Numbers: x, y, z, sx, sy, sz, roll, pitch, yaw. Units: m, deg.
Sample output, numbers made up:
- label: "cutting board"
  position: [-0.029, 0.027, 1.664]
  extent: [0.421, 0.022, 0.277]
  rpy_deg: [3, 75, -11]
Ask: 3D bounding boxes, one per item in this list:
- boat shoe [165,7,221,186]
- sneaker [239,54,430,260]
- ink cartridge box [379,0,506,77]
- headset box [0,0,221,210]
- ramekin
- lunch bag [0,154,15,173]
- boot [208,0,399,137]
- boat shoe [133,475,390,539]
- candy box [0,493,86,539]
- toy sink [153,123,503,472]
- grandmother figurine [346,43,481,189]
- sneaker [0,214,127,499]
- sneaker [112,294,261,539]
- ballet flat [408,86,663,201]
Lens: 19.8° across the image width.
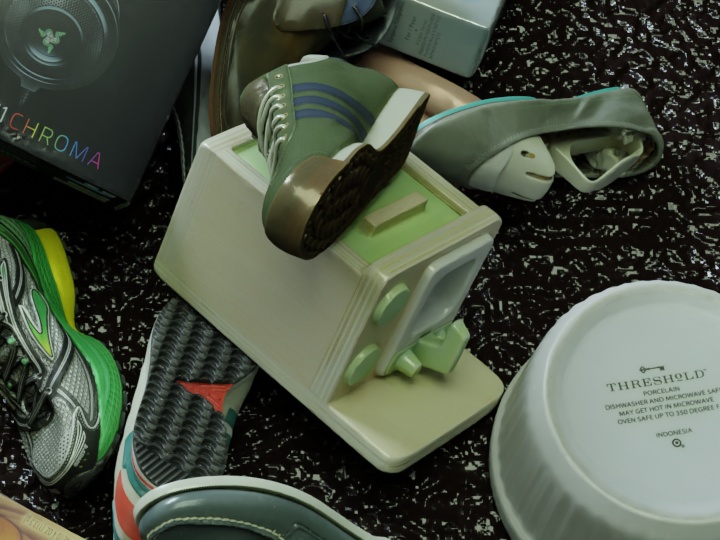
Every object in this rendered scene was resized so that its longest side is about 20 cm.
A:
- label: "boat shoe"
  position: [-0.120, -0.121, 1.341]
  extent: [0.067, 0.074, 0.201]
  rpy_deg: [-6, 57, -2]
- label: "sneaker"
  position: [-0.033, -0.071, 1.152]
  extent: [0.089, 0.068, 0.200]
  rpy_deg: [26, 28, 9]
- label: "ink cartridge box"
  position: [0.008, -0.223, 1.391]
  extent: [0.198, 0.047, 0.161]
  rpy_deg: [23, 41, 0]
- label: "headset box"
  position: [-0.178, -0.165, 1.240]
  extent: [0.173, 0.093, 0.201]
  rpy_deg: [26, 83, -11]
- label: "ramekin"
  position: [0.178, 0.099, 1.216]
  extent: [0.200, 0.095, 0.204]
  rpy_deg: [2, 59, -3]
- label: "lunch bag"
  position: [-0.292, -0.142, 1.341]
  extent: [0.200, 0.082, 0.176]
  rpy_deg: [41, 68, 21]
- label: "boot"
  position: [-0.030, -0.151, 1.278]
  extent: [0.096, 0.075, 0.202]
  rpy_deg: [9, 74, 15]
- label: "boat shoe"
  position: [-0.034, 0.170, 1.125]
  extent: [0.199, 0.073, 0.062]
  rpy_deg: [25, 39, -29]
- label: "candy box"
  position: [-0.233, 0.220, 1.131]
  extent: [0.115, 0.055, 0.201]
  rpy_deg: [24, 59, 12]
- label: "toy sink"
  position: [0.000, 0.000, 1.226]
  extent: [0.200, 0.113, 0.130]
  rpy_deg: [41, 38, 19]
- label: "grandmother figurine"
  position: [0.000, -0.136, 1.370]
  extent: [0.199, 0.061, 0.121]
  rpy_deg: [33, 53, 12]
- label: "sneaker"
  position: [-0.203, 0.049, 1.212]
  extent: [0.085, 0.078, 0.201]
  rpy_deg: [15, 37, -49]
- label: "sneaker"
  position: [-0.110, 0.094, 1.210]
  extent: [0.070, 0.094, 0.200]
  rpy_deg: [23, 31, -8]
- label: "ballet flat"
  position: [0.118, -0.076, 1.308]
  extent: [0.199, 0.067, 0.064]
  rpy_deg: [-12, 62, -38]
